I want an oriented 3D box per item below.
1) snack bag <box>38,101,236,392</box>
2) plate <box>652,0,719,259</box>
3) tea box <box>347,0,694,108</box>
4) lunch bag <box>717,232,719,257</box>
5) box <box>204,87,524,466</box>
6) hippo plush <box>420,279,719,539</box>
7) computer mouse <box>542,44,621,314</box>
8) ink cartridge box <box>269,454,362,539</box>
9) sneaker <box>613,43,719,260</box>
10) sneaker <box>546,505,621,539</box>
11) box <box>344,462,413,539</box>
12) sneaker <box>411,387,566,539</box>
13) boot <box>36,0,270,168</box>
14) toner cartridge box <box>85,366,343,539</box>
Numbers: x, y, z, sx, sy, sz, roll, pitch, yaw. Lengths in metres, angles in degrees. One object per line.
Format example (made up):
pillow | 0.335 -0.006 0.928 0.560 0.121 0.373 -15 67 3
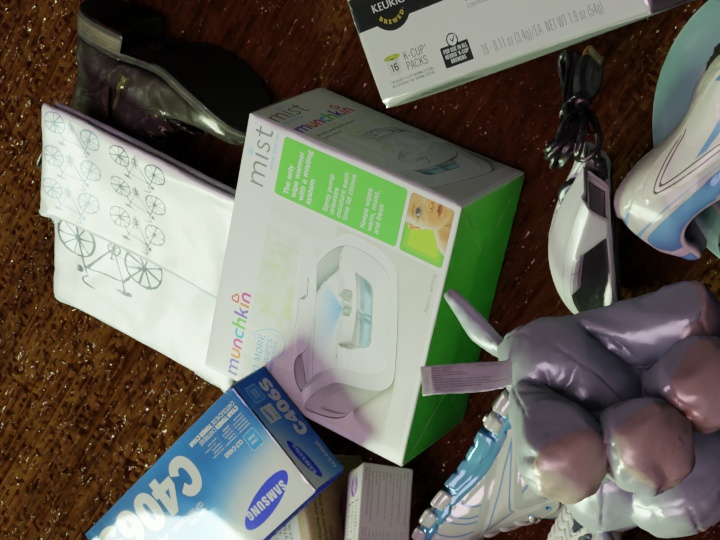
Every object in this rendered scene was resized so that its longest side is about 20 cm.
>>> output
snack bag | -0.166 -0.013 1.358 0.188 0.021 0.201 26 134 18
plate | 0.264 -0.081 1.081 0.199 0.026 0.202 10 109 32
tea box | 0.091 -0.228 1.086 0.199 0.133 0.198 -17 94 37
lunch bag | 0.272 0.013 0.995 0.131 0.136 0.202 -13 110 4
box | 0.000 0.000 1.246 0.176 0.097 0.201 25 118 24
hippo plush | 0.150 0.114 1.088 0.198 0.160 0.162 -5 130 23
computer mouse | 0.135 -0.037 1.112 0.043 0.110 0.201 -3 132 10
ink cartridge box | -0.062 0.253 1.336 0.164 0.075 0.202 -24 69 38
sneaker | 0.226 -0.092 1.053 0.072 0.072 0.201 31 120 -3
sneaker | 0.191 0.249 1.198 0.079 0.128 0.201 157 114 -71
box | 0.008 0.237 1.247 0.039 0.041 0.202 132 144 -65
sneaker | 0.104 0.155 1.238 0.086 0.075 0.201 37 122 13
boot | -0.158 -0.094 1.353 0.199 0.069 0.175 35 127 26
toner cartridge box | -0.108 0.167 1.283 0.095 0.043 0.200 49 123 8
